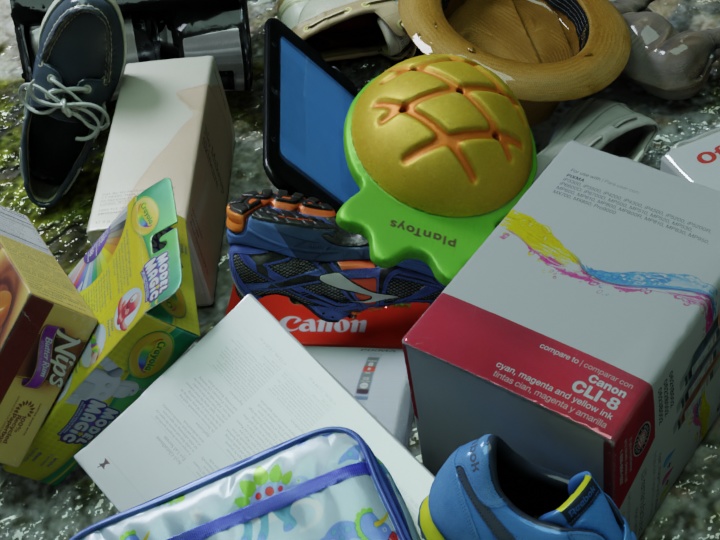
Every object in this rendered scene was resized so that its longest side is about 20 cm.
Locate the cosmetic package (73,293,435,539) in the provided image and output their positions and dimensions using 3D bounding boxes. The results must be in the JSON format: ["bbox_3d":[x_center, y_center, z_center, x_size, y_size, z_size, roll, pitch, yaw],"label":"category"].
[{"bbox_3d":[-0.055,0.134,0.789,0.151,0.052,0.200,-42,64,-11],"label":"cosmetic package"}]

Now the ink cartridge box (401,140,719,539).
[{"bbox_3d":[0.144,0.048,0.806,0.144,0.146,0.200,23,56,30],"label":"ink cartridge box"}]

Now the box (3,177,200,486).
[{"bbox_3d":[-0.172,0.040,0.879,0.200,0.048,0.118,-46,37,28],"label":"box"}]

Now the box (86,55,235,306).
[{"bbox_3d":[-0.153,-0.072,1.030,0.077,0.095,0.201,-5,47,7],"label":"box"}]

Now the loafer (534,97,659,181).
[{"bbox_3d":[0.159,-0.060,0.960,0.069,0.070,0.200,11,49,32],"label":"loafer"}]

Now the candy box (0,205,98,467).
[{"bbox_3d":[-0.259,0.035,0.909,0.117,0.056,0.200,-60,34,7],"label":"candy box"}]

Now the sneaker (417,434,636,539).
[{"bbox_3d":[0.127,0.162,0.697,0.200,0.079,0.066,36,37,1],"label":"sneaker"}]

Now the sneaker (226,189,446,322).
[{"bbox_3d":[0.000,0.000,0.914,0.199,0.079,0.075,13,24,-1],"label":"sneaker"}]

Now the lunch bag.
[{"bbox_3d":[-0.059,0.184,0.697,0.199,0.083,0.161,-21,61,1],"label":"lunch bag"}]

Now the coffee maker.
[{"bbox_3d":[-0.200,-0.240,1.133,0.199,0.193,0.135,-10,12,-8],"label":"coffee maker"}]

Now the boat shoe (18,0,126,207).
[{"bbox_3d":[-0.237,-0.135,1.045,0.074,0.200,0.062,18,42,-17],"label":"boat shoe"}]

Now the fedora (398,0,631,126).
[{"bbox_3d":[0.117,-0.175,1.038,0.199,0.082,0.201,6,43,-6],"label":"fedora"}]

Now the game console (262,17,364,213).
[{"bbox_3d":[0.022,-0.111,1.009,0.175,0.117,0.201,-8,46,5],"label":"game console"}]

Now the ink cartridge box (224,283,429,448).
[{"bbox_3d":[-0.038,0.063,0.904,0.161,0.050,0.201,1,50,13],"label":"ink cartridge box"}]

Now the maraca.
[{"bbox_3d":[0.052,-0.071,0.880,0.136,0.107,0.201,13,48,0],"label":"maraca"}]

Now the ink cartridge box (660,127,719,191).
[{"bbox_3d":[0.312,-0.018,0.871,0.146,0.083,0.200,-20,46,-12],"label":"ink cartridge box"}]

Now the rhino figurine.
[{"bbox_3d":[0.217,-0.199,1.087,0.199,0.060,0.087,29,67,37],"label":"rhino figurine"}]

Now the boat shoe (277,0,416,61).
[{"bbox_3d":[0.027,-0.219,1.151,0.199,0.074,0.067,-9,58,7],"label":"boat shoe"}]
